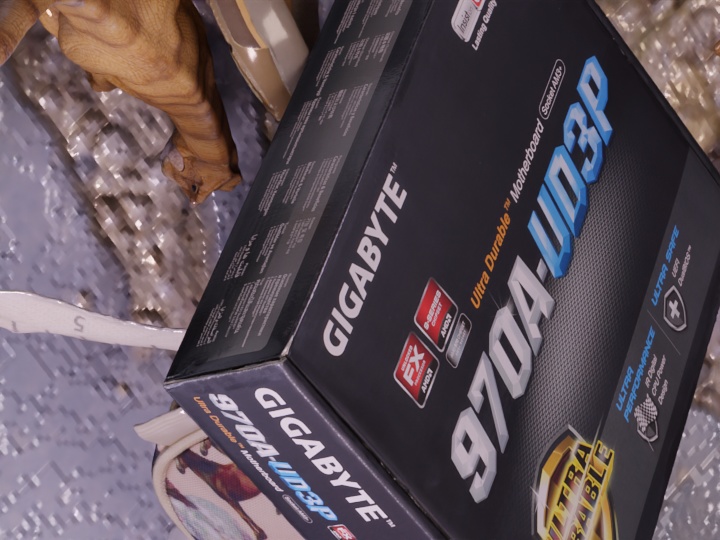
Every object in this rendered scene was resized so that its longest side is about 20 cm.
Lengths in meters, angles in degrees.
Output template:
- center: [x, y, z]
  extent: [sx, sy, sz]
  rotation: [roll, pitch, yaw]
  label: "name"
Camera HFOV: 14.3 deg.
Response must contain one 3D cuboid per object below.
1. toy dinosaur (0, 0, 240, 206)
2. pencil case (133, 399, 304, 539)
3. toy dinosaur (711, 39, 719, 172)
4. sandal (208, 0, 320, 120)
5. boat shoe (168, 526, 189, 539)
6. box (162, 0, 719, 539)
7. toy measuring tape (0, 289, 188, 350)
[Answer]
- center: [-0.072, -0.078, 0.831]
  extent: [0.060, 0.107, 0.200]
  rotation: [-31, 159, 9]
  label: "toy dinosaur"
- center: [0.000, 0.000, 0.894]
  extent: [0.090, 0.077, 0.201]
  rotation: [52, 43, -34]
  label: "pencil case"
- center: [0.183, -0.103, 1.073]
  extent: [0.200, 0.060, 0.106]
  rotation: [-41, 133, -15]
  label: "toy dinosaur"
- center: [-0.024, -0.141, 0.875]
  extent: [0.080, 0.054, 0.201]
  rotation: [46, 31, -60]
  label: "sandal"
- center: [0.025, 0.102, 0.956]
  extent: [0.199, 0.072, 0.066]
  rotation: [18, 55, -24]
  label: "boat shoe"
- center: [0.036, 0.006, 0.836]
  extent: [0.159, 0.046, 0.201]
  rotation: [50, 44, -30]
  label: "box"
- center: [-0.111, -0.016, 0.825]
  extent: [0.199, 0.074, 0.074]
  rotation: [7, 89, 0]
  label: "toy measuring tape"
